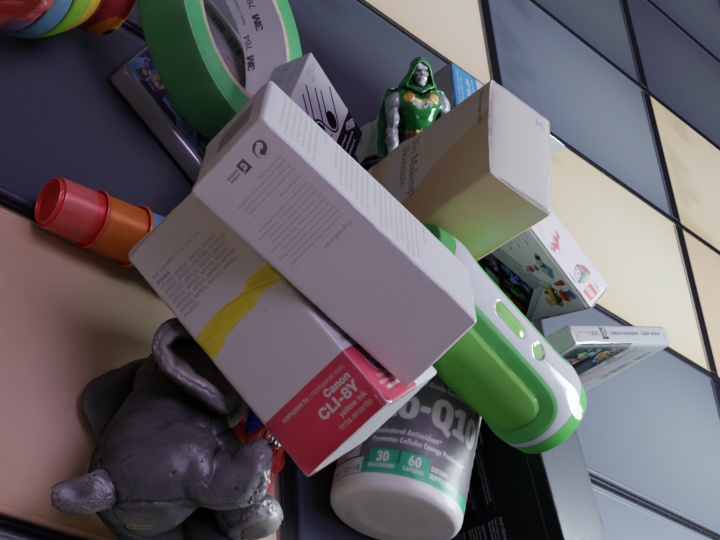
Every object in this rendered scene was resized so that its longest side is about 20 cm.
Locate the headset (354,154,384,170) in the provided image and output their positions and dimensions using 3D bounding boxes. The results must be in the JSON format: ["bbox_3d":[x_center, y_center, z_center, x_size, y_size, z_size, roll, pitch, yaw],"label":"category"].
[{"bbox_3d":[0.000,0.000,1.265,0.123,0.093,0.202,12,64,-48],"label":"headset"}]

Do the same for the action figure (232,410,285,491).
[{"bbox_3d":[-0.074,0.095,1.139,0.065,0.051,0.201,38,41,-34],"label":"action figure"}]

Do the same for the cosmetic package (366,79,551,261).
[{"bbox_3d":[0.061,-0.054,1.145,0.071,0.199,0.106,30,44,-29],"label":"cosmetic package"}]

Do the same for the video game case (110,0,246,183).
[{"bbox_3d":[-0.119,-0.134,1.282,0.201,0.023,0.183,52,34,-12],"label":"video game case"}]

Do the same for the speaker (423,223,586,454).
[{"bbox_3d":[0.094,0.057,1.108,0.200,0.088,0.089,46,35,-25],"label":"speaker"}]

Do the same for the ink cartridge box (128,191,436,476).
[{"bbox_3d":[-0.052,0.033,1.004,0.200,0.083,0.145,49,16,8],"label":"ink cartridge box"}]

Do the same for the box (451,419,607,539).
[{"bbox_3d":[0.131,0.219,1.221,0.078,0.141,0.202,16,52,-44],"label":"box"}]

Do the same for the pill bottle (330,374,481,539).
[{"bbox_3d":[0.047,0.118,1.184,0.113,0.113,0.201,35,51,-30],"label":"pill bottle"}]

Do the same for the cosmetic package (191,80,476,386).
[{"bbox_3d":[-0.015,-0.026,0.955,0.200,0.071,0.102,42,16,-14],"label":"cosmetic package"}]

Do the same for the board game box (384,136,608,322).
[{"bbox_3d":[0.118,-0.043,1.251,0.035,0.126,0.201,-44,103,-27],"label":"board game box"}]

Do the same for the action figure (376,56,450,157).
[{"bbox_3d":[0.054,-0.102,1.340,0.117,0.055,0.202,-1,93,-17],"label":"action figure"}]

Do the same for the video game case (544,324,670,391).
[{"bbox_3d":[0.165,0.103,1.302,0.181,0.199,0.024,3,60,-51],"label":"video game case"}]

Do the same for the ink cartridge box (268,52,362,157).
[{"bbox_3d":[-0.057,-0.089,1.181,0.094,0.044,0.201,55,31,-28],"label":"ink cartridge box"}]

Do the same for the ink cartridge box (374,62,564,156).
[{"bbox_3d":[0.123,-0.125,1.505,0.199,0.115,0.068,28,44,-38],"label":"ink cartridge box"}]

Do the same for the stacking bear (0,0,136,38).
[{"bbox_3d":[-0.248,-0.235,1.122,0.200,0.121,0.115,-16,83,-65],"label":"stacking bear"}]

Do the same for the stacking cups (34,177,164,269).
[{"bbox_3d":[-0.159,-0.021,1.103,0.199,0.060,0.061,25,46,-40],"label":"stacking cups"}]

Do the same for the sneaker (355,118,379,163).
[{"bbox_3d":[0.067,-0.091,1.419,0.199,0.099,0.079,28,44,-38],"label":"sneaker"}]

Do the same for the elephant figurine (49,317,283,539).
[{"bbox_3d":[-0.130,0.099,1.003,0.156,0.140,0.201,73,6,-53],"label":"elephant figurine"}]

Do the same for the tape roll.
[{"bbox_3d":[-0.119,-0.210,1.230,0.200,0.048,0.202,41,42,-51],"label":"tape roll"}]
